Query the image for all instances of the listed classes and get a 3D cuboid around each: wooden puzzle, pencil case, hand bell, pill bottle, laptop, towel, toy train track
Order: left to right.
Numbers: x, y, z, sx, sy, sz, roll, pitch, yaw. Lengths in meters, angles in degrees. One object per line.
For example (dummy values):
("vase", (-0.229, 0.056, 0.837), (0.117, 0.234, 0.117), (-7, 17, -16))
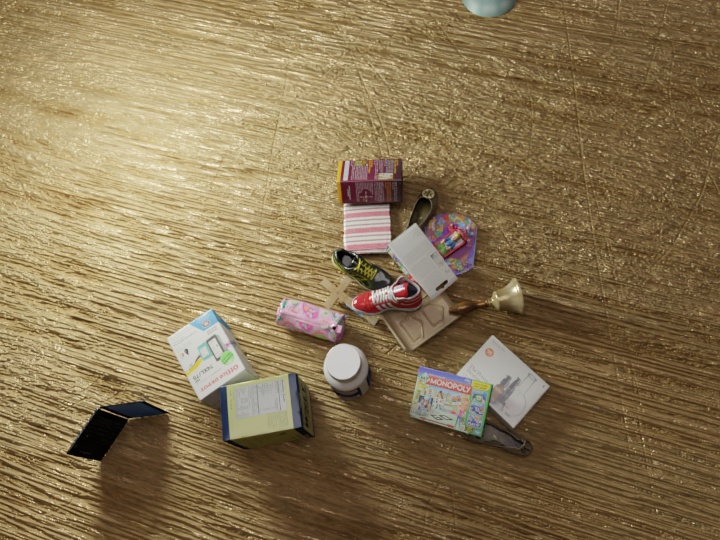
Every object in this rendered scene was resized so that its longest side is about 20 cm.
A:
("laptop", (-0.629, 0.422, 1.551), (0.102, 0.178, 0.202), (26, 72, 15))
("pencil case", (-0.137, 0.140, 1.669), (0.197, 0.088, 0.089), (16, 70, 12))
("pill bottle", (-0.034, 0.262, 1.548), (0.117, 0.201, 0.122), (-2, 67, 4))
("toy train track", (-0.033, 0.094, 1.709), (0.199, 0.033, 0.115), (36, 68, 11))
("towel", (0.021, -0.141, 1.800), (0.143, 0.030, 0.204), (-2, 65, 4))
("wooden puzzle", (0.157, 0.111, 1.678), (0.198, 0.046, 0.186), (-32, 69, -13))
("hand bell", (0.341, 0.091, 1.635), (0.196, 0.104, 0.106), (-12, 67, 1))

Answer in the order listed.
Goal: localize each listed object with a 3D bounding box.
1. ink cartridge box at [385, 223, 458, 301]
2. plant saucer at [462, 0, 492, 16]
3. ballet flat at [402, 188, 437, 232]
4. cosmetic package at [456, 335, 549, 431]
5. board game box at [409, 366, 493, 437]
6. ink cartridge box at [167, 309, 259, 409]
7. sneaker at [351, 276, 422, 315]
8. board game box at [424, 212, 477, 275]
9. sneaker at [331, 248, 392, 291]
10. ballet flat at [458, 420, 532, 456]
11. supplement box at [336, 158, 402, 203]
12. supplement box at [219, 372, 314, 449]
("ink cartridge box", (0.173, -0.020, 1.678), (0.108, 0.050, 0.201), (-36, 85, -14))
("plant saucer", (0.456, -0.986, 2.089), (0.197, 0.039, 0.205), (-2, 68, 5))
("ballet flat", (0.176, -0.166, 1.772), (0.066, 0.046, 0.202), (20, 72, 25))
("cosmetic package", (0.377, 0.298, 1.579), (0.151, 0.052, 0.200), (-43, 71, -14))
("board game box", (0.236, 0.341, 1.551), (0.197, 0.029, 0.137), (10, 81, 23))
("ink cartridge box", (-0.399, 0.245, 1.617), (0.146, 0.146, 0.201), (-34, 70, -8))
("sneaker", (0.073, 0.069, 1.611), (0.196, 0.113, 0.072), (-5, 65, -1))
("board game box", (0.263, -0.088, 1.746), (0.155, 0.039, 0.203), (8, 69, 8))
("sneaker", (0.000, 0.000, 1.703), (0.197, 0.085, 0.075), (26, 83, 8))
("ballet flat", (0.348, 0.429, 1.530), (0.197, 0.047, 0.068), (19, 70, 12))
("supplement box", (0.030, -0.271, 1.800), (0.196, 0.087, 0.112), (-1, 45, 5))
("supplement box", (-0.235, 0.366, 1.525), (0.196, 0.201, 0.137), (-10, 68, 2))
